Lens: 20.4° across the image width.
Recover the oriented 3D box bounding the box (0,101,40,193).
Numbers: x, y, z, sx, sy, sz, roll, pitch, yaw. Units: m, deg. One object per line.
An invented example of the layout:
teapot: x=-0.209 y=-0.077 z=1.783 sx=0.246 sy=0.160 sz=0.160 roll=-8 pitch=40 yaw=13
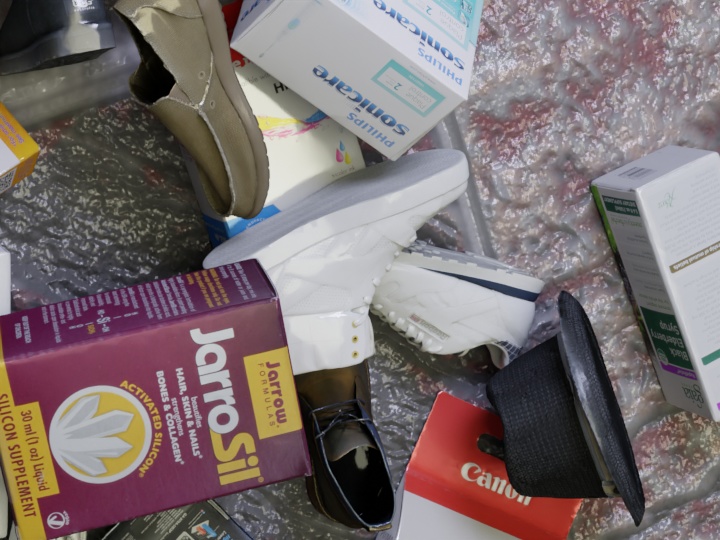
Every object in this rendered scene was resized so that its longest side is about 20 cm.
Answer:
box: x=-0.324 y=-0.066 z=1.317 sx=0.200 sy=0.042 sz=0.119 roll=-38 pitch=82 yaw=-32

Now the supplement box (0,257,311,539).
supplement box: x=-0.144 y=0.085 z=1.321 sx=0.198 sy=0.103 sz=0.132 roll=-14 pitch=107 yaw=-8

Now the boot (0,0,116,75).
boot: x=-0.218 y=-0.237 z=1.333 sx=0.065 sy=0.164 sz=0.202 roll=-13 pitch=95 yaw=-28

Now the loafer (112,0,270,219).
loafer: x=-0.116 y=-0.117 z=1.335 sx=0.067 sy=0.076 sz=0.201 roll=-27 pitch=120 yaw=-18

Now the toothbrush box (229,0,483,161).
toothbrush box: x=0.006 y=-0.199 z=1.391 sx=0.146 sy=0.085 sz=0.201 roll=34 pitch=43 yaw=-20

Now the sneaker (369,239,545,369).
sneaker: x=0.045 y=0.021 z=1.500 sx=0.198 sy=0.076 sz=0.081 roll=14 pitch=100 yaw=-23

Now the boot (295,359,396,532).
boot: x=-0.012 y=0.097 z=1.476 sx=0.074 sy=0.097 sz=0.202 roll=-17 pitch=103 yaw=-17

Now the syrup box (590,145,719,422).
syrup box: x=0.260 y=0.010 z=1.573 sx=0.081 sy=0.079 sz=0.202 roll=-24 pitch=105 yaw=-15

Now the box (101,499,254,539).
box: x=-0.146 y=0.266 z=1.450 sx=0.159 sy=0.046 sz=0.200 roll=43 pitch=81 yaw=3

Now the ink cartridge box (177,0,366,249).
ink cartridge box: x=-0.074 y=-0.114 z=1.440 sx=0.115 sy=0.067 sz=0.202 roll=-22 pitch=105 yaw=-15

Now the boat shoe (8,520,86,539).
boat shoe: x=-0.193 y=0.146 z=1.408 sx=0.085 sy=0.075 sz=0.204 roll=9 pitch=84 yaw=3

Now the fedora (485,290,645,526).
fedora: x=0.148 y=0.114 z=1.508 sx=0.091 sy=0.201 sz=0.202 roll=-17 pitch=104 yaw=8

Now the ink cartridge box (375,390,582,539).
ink cartridge box: x=0.094 y=0.218 z=1.559 sx=0.160 sy=0.050 sz=0.201 roll=24 pitch=91 yaw=-22

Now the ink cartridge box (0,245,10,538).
ink cartridge box: x=-0.317 y=0.080 z=1.370 sx=0.144 sy=0.083 sz=0.202 roll=0 pitch=97 yaw=-20

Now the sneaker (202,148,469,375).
sneaker: x=0.000 y=0.000 z=1.416 sx=0.199 sy=0.074 sz=0.116 roll=-26 pitch=110 yaw=-3
